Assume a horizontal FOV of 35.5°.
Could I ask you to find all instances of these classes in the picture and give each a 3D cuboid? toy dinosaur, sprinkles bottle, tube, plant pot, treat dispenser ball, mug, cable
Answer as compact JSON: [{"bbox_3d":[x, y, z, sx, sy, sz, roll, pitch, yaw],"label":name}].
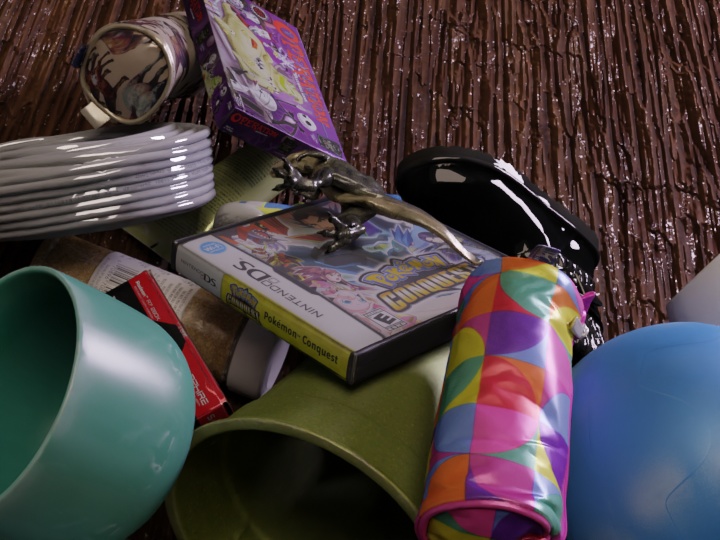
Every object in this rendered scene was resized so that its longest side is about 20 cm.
[{"bbox_3d":[-0.010,-0.050,0.818,0.200,0.048,0.088,32,28,33],"label":"toy dinosaur"},{"bbox_3d":[-0.154,0.033,0.862,0.200,0.068,0.068,21,52,7],"label":"sprinkles bottle"},{"bbox_3d":[-0.106,-0.073,0.971,0.200,0.058,0.052,-40,106,-30],"label":"tube"},{"bbox_3d":[0.003,0.124,0.762,0.200,0.200,0.190,27,40,11],"label":"plant pot"},{"bbox_3d":[0.207,0.134,0.716,0.200,0.201,0.201,5,52,-6],"label":"treat dispenser ball"},{"bbox_3d":[-0.178,0.080,0.672,0.152,0.114,0.185,-48,43,9],"label":"mug"},{"bbox_3d":[-0.210,-0.070,0.869,0.200,0.069,0.200,-16,14,-34],"label":"cable"}]

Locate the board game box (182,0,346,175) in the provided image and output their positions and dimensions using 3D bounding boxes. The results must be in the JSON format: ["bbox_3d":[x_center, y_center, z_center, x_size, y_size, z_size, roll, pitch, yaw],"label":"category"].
[{"bbox_3d":[-0.085,-0.167,0.955,0.120,0.032,0.200,27,31,-40],"label":"board game box"}]

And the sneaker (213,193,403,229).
[{"bbox_3d":[-0.019,-0.025,0.939,0.200,0.076,0.105,21,39,-2],"label":"sneaker"}]

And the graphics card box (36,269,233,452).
[{"bbox_3d":[-0.200,0.101,0.765,0.200,0.051,0.126,-30,63,-12],"label":"graphics card box"}]

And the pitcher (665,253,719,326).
[{"bbox_3d":[0.356,0.065,0.907,0.200,0.121,0.171,47,39,13],"label":"pitcher"}]

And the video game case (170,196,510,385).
[{"bbox_3d":[0.000,0.000,0.794,0.181,0.026,0.200,29,34,35],"label":"video game case"}]

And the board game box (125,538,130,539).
[{"bbox_3d":[-0.159,0.207,0.628,0.147,0.064,0.200,17,3,-41],"label":"board game box"}]

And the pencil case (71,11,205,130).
[{"bbox_3d":[-0.177,-0.175,0.959,0.078,0.089,0.200,55,13,-10],"label":"pencil case"}]

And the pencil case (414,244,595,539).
[{"bbox_3d":[0.088,0.079,0.660,0.088,0.088,0.200,15,49,3],"label":"pencil case"}]

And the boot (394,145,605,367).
[{"bbox_3d":[0.116,0.004,0.889,0.211,0.079,0.158,26,48,-20],"label":"boot"}]
